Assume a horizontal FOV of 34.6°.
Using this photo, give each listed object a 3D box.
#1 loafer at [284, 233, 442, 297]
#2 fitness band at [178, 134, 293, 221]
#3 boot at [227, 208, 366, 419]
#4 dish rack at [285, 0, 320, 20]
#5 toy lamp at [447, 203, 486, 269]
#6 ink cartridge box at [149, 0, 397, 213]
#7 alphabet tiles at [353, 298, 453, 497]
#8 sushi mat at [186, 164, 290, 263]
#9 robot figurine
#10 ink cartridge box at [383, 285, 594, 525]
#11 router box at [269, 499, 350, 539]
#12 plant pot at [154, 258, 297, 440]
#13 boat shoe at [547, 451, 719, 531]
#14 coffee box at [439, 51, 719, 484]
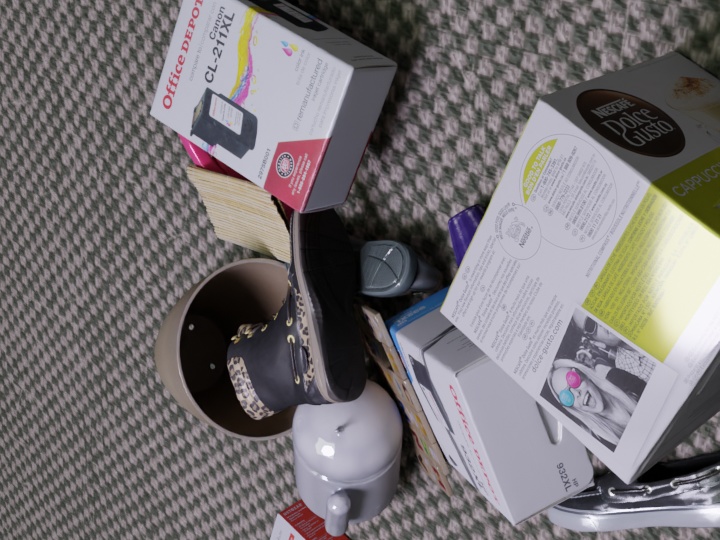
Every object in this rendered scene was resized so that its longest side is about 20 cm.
[{"bbox_3d":[0.000,0.000,1.167,0.199,0.062,0.073,11,85,51],"label":"loafer"},{"bbox_3d":[-0.132,-0.118,1.224,0.200,0.037,0.144,45,159,19],"label":"fitness band"},{"bbox_3d":[-0.069,0.044,1.139,0.150,0.073,0.203,-24,72,45],"label":"boot"},{"bbox_3d":[-0.075,-0.170,1.179,0.153,0.054,0.201,44,132,24],"label":"dish rack"},{"bbox_3d":[0.139,0.036,1.048,0.058,0.058,0.202,-34,81,46],"label":"toy lamp"},{"bbox_3d":[-0.085,-0.167,1.075,0.199,0.082,0.147,32,115,23],"label":"ink cartridge box"},{"bbox_3d":[0.038,0.123,1.146,0.202,0.007,0.167,67,171,-9],"label":"alphabet tiles"},{"bbox_3d":[-0.124,-0.059,1.235,0.199,0.012,0.097,19,139,54],"label":"sushi mat"},{"bbox_3d":[-0.013,0.184,1.192,0.111,0.171,0.201,4,144,2],"label":"robot figurine"},{"bbox_3d":[0.106,0.111,1.010,0.147,0.083,0.200,67,169,-15],"label":"ink cartridge box"},{"bbox_3d":[-0.044,0.404,1.379,0.179,0.049,0.202,39,129,28],"label":"router box"},{"bbox_3d":[-0.153,0.089,1.288,0.199,0.186,0.190,-8,101,59],"label":"plant pot"},{"bbox_3d":[0.247,0.187,1.000,0.198,0.068,0.057,-12,94,40],"label":"boat shoe"},{"bbox_3d":[0.215,-0.013,0.851,0.197,0.198,0.202,42,131,25],"label":"coffee box"}]
